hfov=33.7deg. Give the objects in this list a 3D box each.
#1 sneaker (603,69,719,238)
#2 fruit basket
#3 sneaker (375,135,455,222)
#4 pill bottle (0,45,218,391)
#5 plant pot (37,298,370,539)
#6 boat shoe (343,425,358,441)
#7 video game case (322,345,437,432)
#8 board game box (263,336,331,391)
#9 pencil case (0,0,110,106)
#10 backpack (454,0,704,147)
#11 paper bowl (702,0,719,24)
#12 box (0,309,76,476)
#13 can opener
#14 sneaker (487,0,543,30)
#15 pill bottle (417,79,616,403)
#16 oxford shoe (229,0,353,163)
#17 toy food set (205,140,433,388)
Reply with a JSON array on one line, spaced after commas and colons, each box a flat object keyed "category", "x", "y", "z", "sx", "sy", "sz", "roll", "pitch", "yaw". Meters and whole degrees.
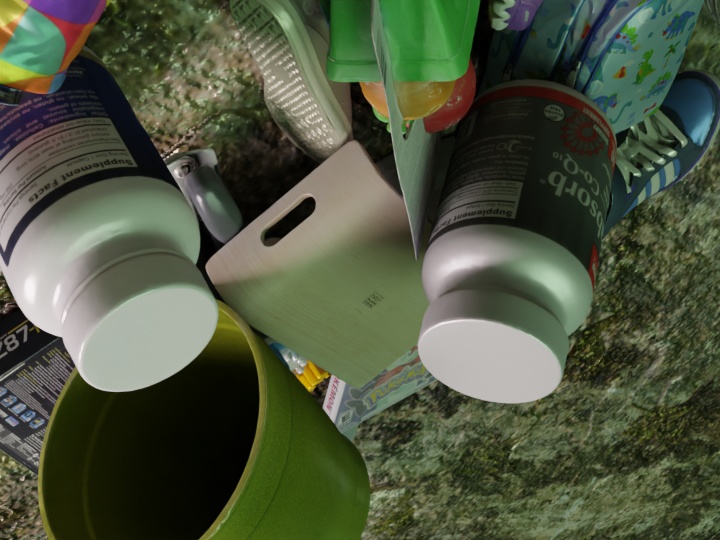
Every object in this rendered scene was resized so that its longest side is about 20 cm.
[{"category": "sneaker", "x": 0.233, "y": -0.095, "z": 1.049, "sx": 0.200, "sy": 0.081, "sz": 0.146, "roll": -45, "pitch": 168, "yaw": 25}, {"category": "fruit basket", "x": 0.031, "y": -0.140, "z": 0.763, "sx": 0.093, "sy": 0.187, "sz": 0.201, "roll": 6, "pitch": 144, "yaw": 10}, {"category": "sneaker", "x": 0.114, "y": -0.064, "z": 0.977, "sx": 0.198, "sy": 0.116, "sz": 0.074, "roll": -23, "pitch": 144, "yaw": -19}, {"category": "pill bottle", "x": -0.159, "y": -0.033, "z": 0.681, "sx": 0.110, "sy": 0.201, "sz": 0.112, "roll": -24, "pitch": 147, "yaw": -17}, {"category": "plant pot", "x": -0.093, "y": 0.147, "z": 0.864, "sx": 0.200, "sy": 0.201, "sz": 0.193, "roll": -41, "pitch": 139, "yaw": 10}, {"category": "boat shoe", "x": -0.080, "y": 0.190, "z": 1.172, "sx": 0.199, "sy": 0.065, "sz": 0.074, "roll": -35, "pitch": 147, "yaw": -43}, {"category": "video game case", "x": 0.054, "y": 0.064, "z": 1.147, "sx": 0.199, "sy": 0.023, "sz": 0.183, "roll": -24, "pitch": 147, "yaw": -33}, {"category": "board game box", "x": -0.121, "y": 0.135, "z": 1.036, "sx": 0.199, "sy": 0.026, "sz": 0.200, "roll": -40, "pitch": 168, "yaw": 5}, {"category": "pencil case", "x": -0.151, "y": -0.183, "z": 0.607, "sx": 0.088, "sy": 0.089, "sz": 0.201, "roll": 9, "pitch": 125, "yaw": -48}, {"category": "backpack", "x": 0.171, "y": -0.176, "z": 0.878, "sx": 0.162, "sy": 0.153, "sz": 0.202, "roll": -16, "pitch": 127, "yaw": -33}, {"category": "paper bowl", "x": 0.381, "y": -0.267, "z": 0.975, "sx": 0.199, "sy": 0.105, "sz": 0.202, "roll": -24, "pitch": 145, "yaw": -18}, {"category": "box", "x": -0.213, "y": 0.088, "z": 0.930, "sx": 0.160, "sy": 0.049, "sz": 0.200, "roll": -33, "pitch": 148, "yaw": -3}, {"category": "can opener", "x": -0.110, "y": -0.012, "z": 0.878, "sx": 0.053, "sy": 0.067, "sz": 0.201, "roll": -26, "pitch": 146, "yaw": -12}, {"category": "sneaker", "x": 0.137, "y": -0.224, "z": 0.722, "sx": 0.087, "sy": 0.081, "sz": 0.201, "roll": 10, "pitch": 138, "yaw": -12}, {"category": "pill bottle", "x": 0.105, "y": -0.021, "z": 0.799, "sx": 0.114, "sy": 0.202, "sz": 0.116, "roll": 11, "pitch": 146, "yaw": 8}, {"category": "oxford shoe", "x": -0.033, "y": -0.135, "z": 0.797, "sx": 0.058, "sy": 0.075, "sz": 0.201, "roll": -54, "pitch": 154, "yaw": -19}, {"category": "toy food set", "x": 0.000, "y": 0.000, "z": 0.878, "sx": 0.143, "sy": 0.061, "sz": 0.200, "roll": -38, "pitch": 140, "yaw": 14}]
